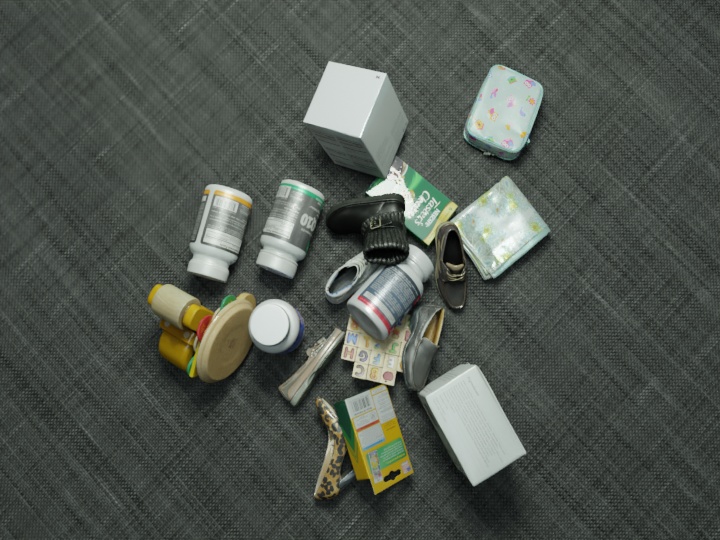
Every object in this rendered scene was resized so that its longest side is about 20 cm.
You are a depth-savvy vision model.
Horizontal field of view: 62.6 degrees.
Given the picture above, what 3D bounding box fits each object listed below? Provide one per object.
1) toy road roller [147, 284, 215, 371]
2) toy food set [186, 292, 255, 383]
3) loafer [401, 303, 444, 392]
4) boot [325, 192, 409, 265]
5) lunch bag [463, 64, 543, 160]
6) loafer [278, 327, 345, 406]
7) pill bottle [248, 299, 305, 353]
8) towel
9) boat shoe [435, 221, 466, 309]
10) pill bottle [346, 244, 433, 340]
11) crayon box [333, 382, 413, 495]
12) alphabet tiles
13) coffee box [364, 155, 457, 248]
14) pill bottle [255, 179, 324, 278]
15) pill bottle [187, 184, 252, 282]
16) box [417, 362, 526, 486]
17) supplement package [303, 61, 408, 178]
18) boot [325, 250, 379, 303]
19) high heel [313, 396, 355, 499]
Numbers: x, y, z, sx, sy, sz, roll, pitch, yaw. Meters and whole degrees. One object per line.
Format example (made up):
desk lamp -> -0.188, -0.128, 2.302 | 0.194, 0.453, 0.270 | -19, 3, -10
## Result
toy road roller -> -0.385, 0.132, 1.285 | 0.120, 0.200, 0.149 | 23, 78, 20
toy food set -> -0.295, 0.148, 1.288 | 0.048, 0.197, 0.205 | 23, 102, 19
loafer -> 0.142, 0.169, 1.319 | 0.072, 0.071, 0.206 | 23, 68, -38
boot -> 0.011, -0.082, 1.328 | 0.206, 0.080, 0.162 | -13, 55, 22
lunch bag -> 0.345, -0.372, 1.422 | 0.157, 0.077, 0.204 | 24, 82, 2
loafer -> -0.112, 0.209, 1.343 | 0.062, 0.072, 0.202 | 34, 86, 12
pill bottle -> -0.182, 0.123, 1.286 | 0.108, 0.200, 0.116 | 0, 81, 0
towel -> 0.324, -0.099, 1.397 | 0.198, 0.048, 0.173 | -37, 84, -5
boat shoe -> 0.206, -0.007, 1.352 | 0.072, 0.073, 0.206 | -11, 100, 2
pill bottle -> 0.073, 0.044, 1.333 | 0.119, 0.120, 0.200 | 42, 73, 5
crayon box -> 0.029, 0.366, 1.295 | 0.124, 0.051, 0.205 | -11, 79, -41
alphabet tiles -> 0.047, 0.154, 1.358 | 0.161, 0.006, 0.205 | 12, 69, 1
coffee box -> 0.121, -0.164, 1.407 | 0.199, 0.044, 0.124 | 41, 84, 5
pill bottle -> -0.164, -0.094, 1.362 | 0.110, 0.113, 0.205 | 19, 83, 3
pill bottle -> -0.326, -0.083, 1.359 | 0.113, 0.116, 0.206 | 14, 83, 2
box -> 0.227, 0.318, 1.259 | 0.129, 0.199, 0.203 | -29, 82, -4
supplement package -> -0.005, -0.335, 1.335 | 0.147, 0.200, 0.155 | 20, 81, 23
boot -> 0.000, 0.000, 1.357 | 0.200, 0.096, 0.074 | -44, 84, -6
high heel -> -0.084, 0.397, 1.310 | 0.141, 0.071, 0.203 | -33, 91, -10
